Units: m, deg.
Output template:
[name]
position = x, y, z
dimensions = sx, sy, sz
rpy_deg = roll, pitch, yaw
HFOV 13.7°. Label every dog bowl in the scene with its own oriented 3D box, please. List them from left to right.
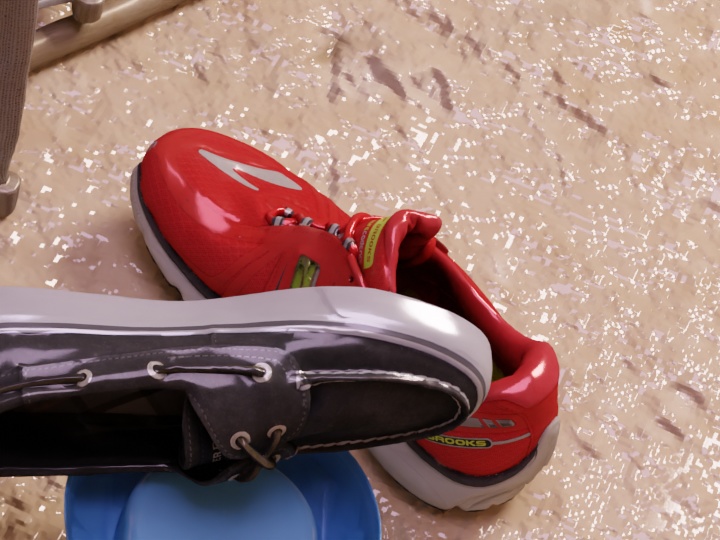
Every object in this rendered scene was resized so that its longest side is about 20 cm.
[dog bowl]
position = -0.051, 0.134, 1.021
dimensions = 0.111, 0.050, 0.201
rpy_deg = 7, 48, -9

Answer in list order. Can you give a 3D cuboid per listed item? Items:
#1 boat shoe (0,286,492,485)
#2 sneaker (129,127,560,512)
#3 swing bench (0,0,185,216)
[boat shoe]
position = -0.054, 0.046, 1.023
dimensions = 0.199, 0.069, 0.057
rpy_deg = 2, 52, -5
[sneaker]
position = 0.000, 0.000, 1.125
dimensions = 0.200, 0.085, 0.077
rpy_deg = 38, 51, 17
[swing bench]
position = -0.125, -0.167, 1.157
dimensions = 0.129, 0.199, 0.200
rpy_deg = 31, 49, 12
